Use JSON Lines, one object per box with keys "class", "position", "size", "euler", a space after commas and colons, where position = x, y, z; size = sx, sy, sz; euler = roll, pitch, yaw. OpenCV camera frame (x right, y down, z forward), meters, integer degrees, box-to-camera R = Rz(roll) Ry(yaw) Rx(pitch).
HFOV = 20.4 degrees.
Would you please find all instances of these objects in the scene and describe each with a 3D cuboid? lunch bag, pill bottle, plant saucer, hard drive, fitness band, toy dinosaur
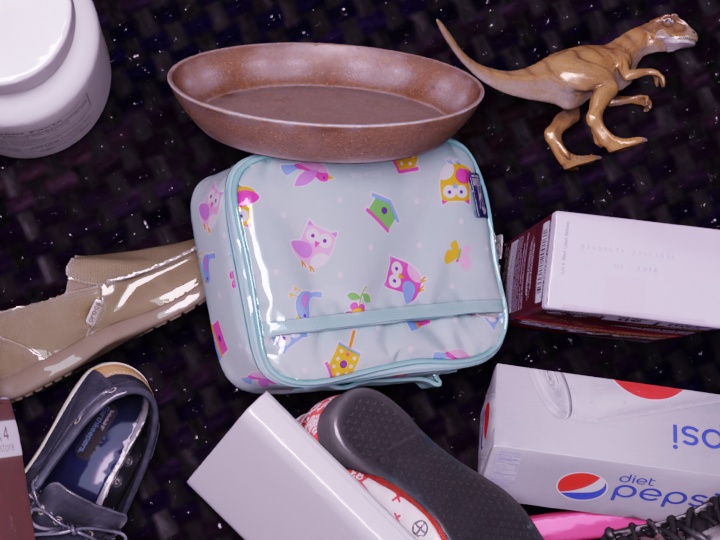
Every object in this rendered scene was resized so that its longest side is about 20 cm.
{"class": "lunch bag", "position": [0.000, 0.000, 1.270], "size": [0.200, 0.077, 0.161], "euler": [-7, 81, -30]}
{"class": "pill bottle", "position": [-0.217, -0.139, 1.239], "size": [0.114, 0.200, 0.115], "euler": [0, 84, -4]}
{"class": "plant saucer", "position": [-0.022, -0.105, 1.264], "size": [0.200, 0.200, 0.035], "euler": [3, 111, -3]}
{"class": "hard drive", "position": [-0.014, 0.176, 1.257], "size": [0.200, 0.132, 0.026], "euler": [45, 57, 3]}
{"class": "fitness band", "position": [0.146, 0.229, 1.310], "size": [0.200, 0.037, 0.144], "euler": [-6, 85, -5]}
{"class": "toy dinosaur", "position": [0.136, -0.123, 1.329], "size": [0.200, 0.060, 0.106], "euler": [-14, 84, -29]}

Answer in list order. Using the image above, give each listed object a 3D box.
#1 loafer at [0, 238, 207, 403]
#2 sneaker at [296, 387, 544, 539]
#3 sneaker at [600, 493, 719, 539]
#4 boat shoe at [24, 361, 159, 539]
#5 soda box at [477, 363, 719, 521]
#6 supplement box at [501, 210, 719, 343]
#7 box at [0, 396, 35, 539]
{"class": "loafer", "position": [-0.159, 0.015, 1.291], "size": [0.200, 0.076, 0.067], "euler": [-30, 93, -6]}
{"class": "sneaker", "position": [0.035, 0.158, 1.281], "size": [0.201, 0.108, 0.067], "euler": [44, 61, -10]}
{"class": "sneaker", "position": [0.198, 0.183, 1.236], "size": [0.098, 0.071, 0.200], "euler": [38, 103, -18]}
{"class": "boat shoe", "position": [-0.186, 0.153, 1.276], "size": [0.075, 0.062, 0.200], "euler": [29, 82, -26]}
{"class": "soda box", "position": [0.178, 0.116, 1.298], "size": [0.200, 0.063, 0.068], "euler": [8, 51, -2]}
{"class": "supplement box", "position": [0.153, 0.007, 1.249], "size": [0.109, 0.200, 0.061], "euler": [7, 86, -3]}
{"class": "box", "position": [-0.319, 0.174, 1.192], "size": [0.200, 0.166, 0.164], "euler": [-11, 85, 18]}
